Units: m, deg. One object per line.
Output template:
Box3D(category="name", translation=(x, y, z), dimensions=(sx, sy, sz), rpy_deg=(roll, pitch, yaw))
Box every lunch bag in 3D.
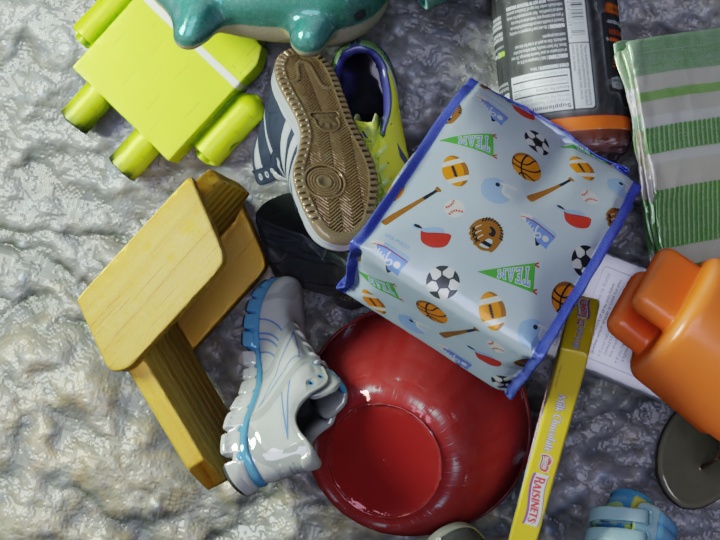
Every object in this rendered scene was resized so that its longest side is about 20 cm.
Box3D(category="lunch bag", translation=(0.103, -0.032, 1.152), dimensions=(0.170, 0.124, 0.200), rpy_deg=(32, 67, 3))

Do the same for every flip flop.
Box3D(category="flip flop", translation=(0.328, 0.121, 1.243), dimensions=(0.200, 0.058, 0.081), rpy_deg=(-35, 85, 4))

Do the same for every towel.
Box3D(category="towel", translation=(0.286, -0.097, 1.236), dimensions=(0.152, 0.023, 0.200), rpy_deg=(-10, 90, -25))

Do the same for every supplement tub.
Box3D(category="supplement tub", translation=(0.168, -0.152, 1.247), dimensions=(0.107, 0.107, 0.200), rpy_deg=(-6, 88, 6))

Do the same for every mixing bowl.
Box3D(category="mixing bowl", translation=(0.032, 0.137, 1.222), dimensions=(0.200, 0.108, 0.201), rpy_deg=(3, 103, 15))

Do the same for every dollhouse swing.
Box3D(category="dollhouse swing", translation=(-0.110, 0.048, 1.221), dimensions=(0.176, 0.200, 0.182), rpy_deg=(43, 93, 7))

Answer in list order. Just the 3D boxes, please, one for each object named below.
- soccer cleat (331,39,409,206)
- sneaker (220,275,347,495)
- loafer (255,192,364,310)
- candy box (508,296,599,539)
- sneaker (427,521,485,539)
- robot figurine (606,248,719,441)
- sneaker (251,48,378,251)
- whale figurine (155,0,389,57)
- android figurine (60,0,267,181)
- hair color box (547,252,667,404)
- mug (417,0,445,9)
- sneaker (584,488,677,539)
Box3D(category="soccer cleat", translation=(0.012, -0.097, 1.272), dimensions=(0.065, 0.084, 0.201), rpy_deg=(-12, 88, 5))
Box3D(category="sneaker", translation=(-0.049, 0.085, 1.186), dimensions=(0.086, 0.075, 0.200), rpy_deg=(-11, 48, 19))
Box3D(category="loafer", translation=(0.000, 0.000, 1.253), dimensions=(0.200, 0.073, 0.072), rpy_deg=(26, 134, 33))
Box3D(category="candy box", translation=(0.153, 0.128, 1.202), dimensions=(0.026, 0.102, 0.200), rpy_deg=(14, 115, 6))
Box3D(category="sneaker", translation=(0.104, 0.303, 1.203), dimensions=(0.075, 0.106, 0.200), rpy_deg=(-19, 115, -19))
Box3D(category="robot figurine", translation=(0.289, 0.070, 1.153), dimensions=(0.200, 0.117, 0.144), rpy_deg=(37, 106, -1))
Box3D(category="sneaker", translation=(-0.041, -0.076, 1.243), dimensions=(0.070, 0.109, 0.200), rpy_deg=(-1, 54, -19))
Box3D(category="whale figurine", translation=(-0.069, -0.247, 1.243), dimensions=(0.200, 0.104, 0.159), rpy_deg=(-16, 58, -16))
Box3D(category="android figurine", translation=(-0.164, -0.181, 1.315), dimensions=(0.182, 0.041, 0.200), rpy_deg=(42, 93, 6))
Box3D(category="hair color box", translation=(0.180, 0.029, 1.262), dimensions=(0.200, 0.061, 0.099), rpy_deg=(22, 91, 6))
Box3D(category="mug", translation=(0.076, -0.296, 1.233), dimensions=(0.114, 0.152, 0.185), rpy_deg=(-28, 67, 2))
Box3D(category="sneaker", translation=(0.187, 0.241, 1.209), dimensions=(0.079, 0.200, 0.131), rpy_deg=(-10, 77, 43))
